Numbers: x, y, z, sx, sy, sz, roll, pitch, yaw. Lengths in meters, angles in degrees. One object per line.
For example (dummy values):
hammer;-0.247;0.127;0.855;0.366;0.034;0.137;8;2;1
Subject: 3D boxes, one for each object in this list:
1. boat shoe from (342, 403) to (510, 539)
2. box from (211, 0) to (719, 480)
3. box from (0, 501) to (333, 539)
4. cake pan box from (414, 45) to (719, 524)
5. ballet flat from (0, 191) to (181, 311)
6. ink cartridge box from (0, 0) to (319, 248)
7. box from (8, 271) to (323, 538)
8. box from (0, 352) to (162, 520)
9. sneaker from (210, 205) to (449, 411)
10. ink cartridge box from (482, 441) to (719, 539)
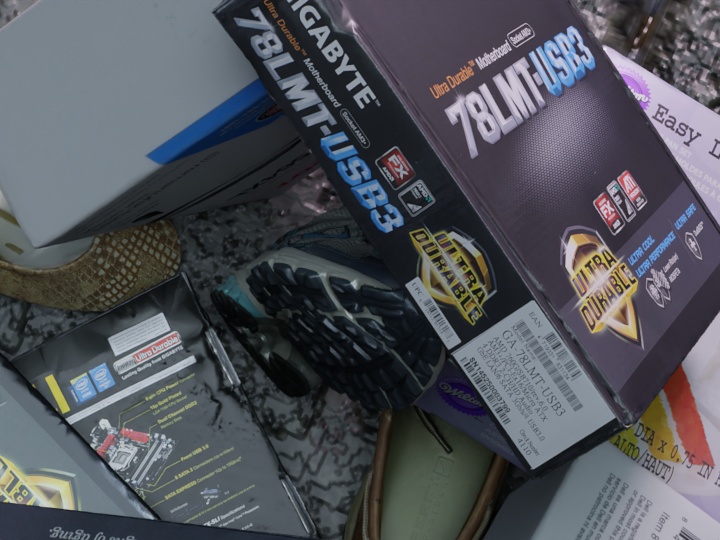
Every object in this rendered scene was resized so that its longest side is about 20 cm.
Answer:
boat shoe;0.044;0.055;1.039;0.075;0.074;0.201;12;80;0
box;0.054;-0.044;0.891;0.050;0.200;0.199;-32;92;26
box;-0.104;0.189;0.855;0.199;0.104;0.183;5;59;12
cake pan box;0.138;0.023;1.020;0.199;0.052;0.185;32;57;-2
ballet flat;-0.175;-0.035;1.053;0.199;0.065;0.071;18;80;1
ink cartridge box;-0.048;-0.088;0.977;0.146;0.200;0.085;-33;82;27
box;-0.127;0.118;1.037;0.199;0.049;0.160;-28;80;-6
box;-0.199;0.096;0.993;0.159;0.046;0.200;-44;84;-8
sneaker;0.000;0.000;0.988;0.086;0.200;0.078;-44;105;-14
ink cartridge box;0.123;0.185;0.938;0.200;0.083;0.147;37;58;-4
